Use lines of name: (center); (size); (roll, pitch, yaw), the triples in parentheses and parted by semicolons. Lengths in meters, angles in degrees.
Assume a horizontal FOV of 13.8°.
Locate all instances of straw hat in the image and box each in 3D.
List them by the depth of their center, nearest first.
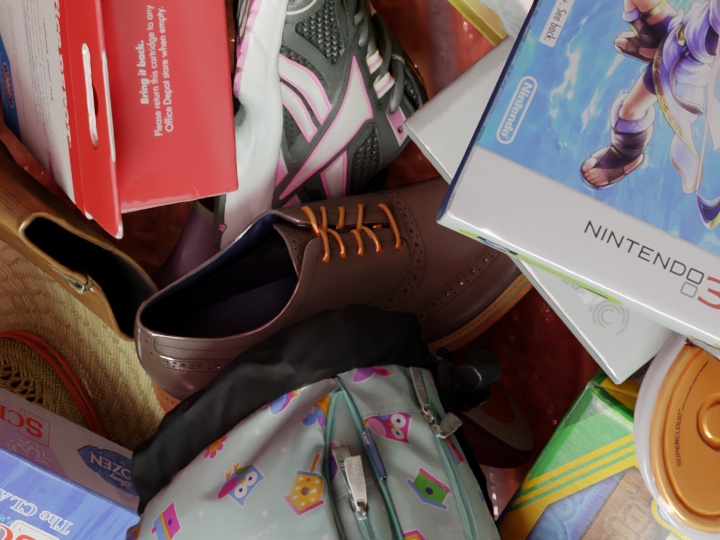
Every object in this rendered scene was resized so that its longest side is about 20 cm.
straw hat: (-0.156, 0.080, 1.351); (0.201, 0.085, 0.201); (24, 127, 36)

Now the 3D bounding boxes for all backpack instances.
backpack: (-0.012, 0.133, 1.178); (0.167, 0.126, 0.200); (-42, 56, 38)

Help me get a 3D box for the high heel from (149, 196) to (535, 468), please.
high heel: (-0.016, 0.054, 1.315); (0.200, 0.067, 0.096); (36, 111, 27)

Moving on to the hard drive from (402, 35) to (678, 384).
hard drive: (0.135, -0.070, 1.159); (0.200, 0.026, 0.132); (-40, 89, -2)

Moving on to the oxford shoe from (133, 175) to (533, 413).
oxford shoe: (0.000, 0.000, 1.239); (0.200, 0.073, 0.071); (-28, 57, -4)

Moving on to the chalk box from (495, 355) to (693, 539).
chalk box: (0.116, 0.133, 1.248); (0.124, 0.124, 0.200); (37, 119, 9)

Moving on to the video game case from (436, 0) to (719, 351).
video game case: (0.150, -0.071, 1.080); (0.181, 0.045, 0.200); (24, 88, -2)

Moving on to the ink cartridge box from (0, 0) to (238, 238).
ink cartridge box: (-0.101, -0.096, 1.230); (0.067, 0.200, 0.116); (-10, 110, -17)

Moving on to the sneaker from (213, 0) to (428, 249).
sneaker: (-0.012, -0.088, 1.241); (0.086, 0.080, 0.200); (2, 144, -7)

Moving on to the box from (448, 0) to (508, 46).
box: (0.037, -0.159, 1.204); (0.200, 0.050, 0.075); (44, 89, 4)

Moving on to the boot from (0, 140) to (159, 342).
boot: (-0.194, -0.055, 1.264); (0.068, 0.188, 0.200); (-46, 47, -5)

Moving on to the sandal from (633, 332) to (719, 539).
sandal: (0.192, 0.023, 1.134); (0.079, 0.207, 0.059); (56, 163, -7)

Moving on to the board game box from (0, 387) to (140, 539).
board game box: (-0.177, 0.142, 1.312); (0.200, 0.041, 0.200); (28, 123, -23)

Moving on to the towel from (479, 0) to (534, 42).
towel: (0.150, -0.134, 1.125); (0.200, 0.048, 0.171); (-42, 88, -2)
